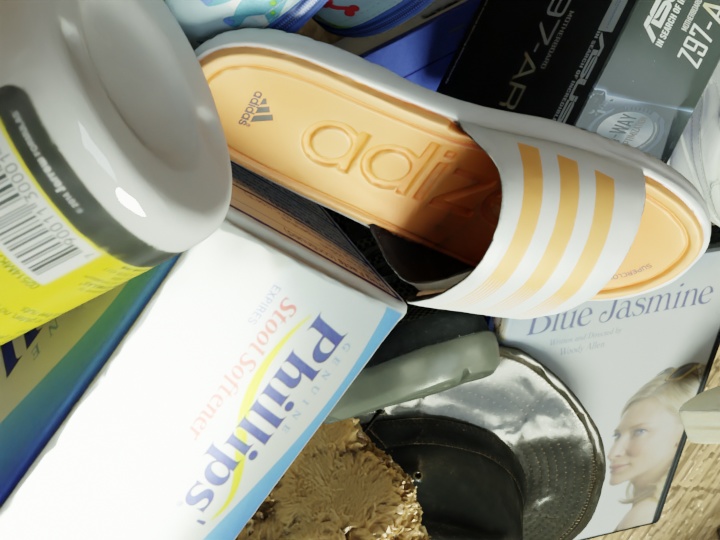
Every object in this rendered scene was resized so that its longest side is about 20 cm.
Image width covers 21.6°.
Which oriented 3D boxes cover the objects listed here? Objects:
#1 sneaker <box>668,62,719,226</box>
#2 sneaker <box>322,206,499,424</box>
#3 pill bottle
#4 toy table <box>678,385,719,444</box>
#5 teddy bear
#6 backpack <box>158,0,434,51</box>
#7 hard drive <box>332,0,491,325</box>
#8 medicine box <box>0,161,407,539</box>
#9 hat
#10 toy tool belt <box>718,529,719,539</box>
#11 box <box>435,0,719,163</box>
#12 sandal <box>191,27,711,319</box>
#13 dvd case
[{"bbox_3d":[0.195,-0.111,0.882,0.074,0.100,0.201,-4,117,-21],"label":"sneaker"},{"bbox_3d":[0.000,0.000,0.781,0.076,0.199,0.115,-15,96,-8],"label":"sneaker"},{"bbox_3d":[-0.153,-0.022,0.624,0.199,0.115,0.114,-25,129,18],"label":"pill bottle"},{"bbox_3d":[0.257,0.052,0.926,0.117,0.200,0.185,-30,93,-34],"label":"toy table"},{"bbox_3d":[-0.063,0.147,0.813,0.200,0.145,0.067,-54,171,-14],"label":"teddy bear"},{"bbox_3d":[-0.027,-0.170,0.693,0.200,0.183,0.147,-42,129,14],"label":"backpack"},{"bbox_3d":[0.065,-0.043,0.903,0.131,0.025,0.201,-28,125,-9],"label":"hard drive"},{"bbox_3d":[-0.105,0.022,0.751,0.103,0.200,0.183,30,102,-35],"label":"medicine box"},{"bbox_3d":[0.026,0.127,0.916,0.199,0.081,0.201,-2,126,-3],"label":"hat"},{"bbox_3d":[0.209,0.234,1.068,0.199,0.123,0.125,-27,125,-10],"label":"toy tool belt"},{"bbox_3d":[0.113,-0.135,0.769,0.043,0.160,0.201,25,94,-19],"label":"box"},{"bbox_3d":[0.028,-0.019,0.673,0.206,0.059,0.079,18,133,-15],"label":"sandal"},{"bbox_3d":[0.118,0.067,0.972,0.142,0.018,0.201,-8,129,-25],"label":"dvd case"}]
